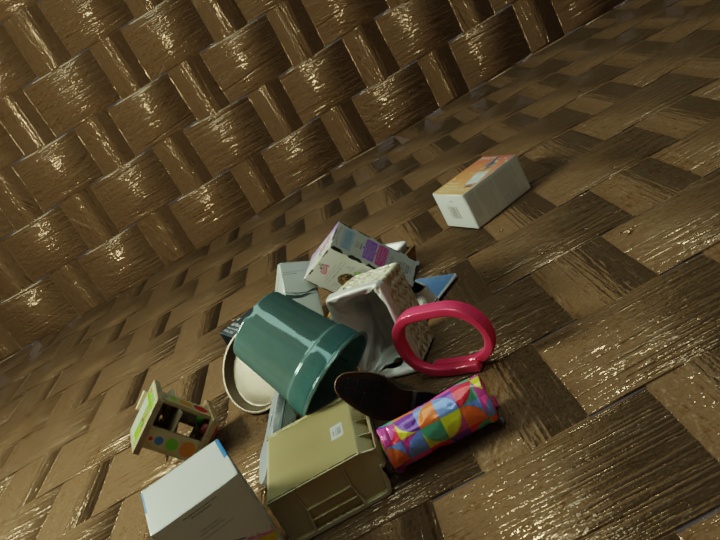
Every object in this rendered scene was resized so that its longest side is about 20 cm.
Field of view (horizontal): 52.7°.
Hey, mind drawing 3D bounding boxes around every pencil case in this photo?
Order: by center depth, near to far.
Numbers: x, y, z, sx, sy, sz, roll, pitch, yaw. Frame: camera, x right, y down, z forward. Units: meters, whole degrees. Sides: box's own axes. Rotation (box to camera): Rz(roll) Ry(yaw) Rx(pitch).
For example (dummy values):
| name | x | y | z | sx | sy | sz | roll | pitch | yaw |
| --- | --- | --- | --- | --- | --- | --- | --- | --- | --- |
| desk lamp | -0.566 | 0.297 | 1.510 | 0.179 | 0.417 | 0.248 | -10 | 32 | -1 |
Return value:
| name | x | y | z | sx | sy | sz | roll | pitch | yaw |
| --- | --- | --- | --- | --- | --- | --- | --- | --- | --- |
| pencil case | 0.126 | 0.243 | 1.154 | 0.199 | 0.089 | 0.088 | -27 | 19 | 2 |

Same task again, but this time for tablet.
| name | x | y | z | sx | sy | sz | roll | pitch | yaw |
| --- | --- | --- | --- | --- | --- | --- | --- | --- | --- |
| tablet | 0.130 | 0.074 | 1.672 | 0.130 | 0.014 | 0.200 | -10 | 29 | 45 |

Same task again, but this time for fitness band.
| name | x | y | z | sx | sy | sz | roll | pitch | yaw |
| --- | --- | --- | --- | --- | --- | --- | --- | --- | --- |
| fitness band | 0.150 | 0.123 | 1.318 | 0.199 | 0.144 | 0.037 | -15 | 23 | 37 |

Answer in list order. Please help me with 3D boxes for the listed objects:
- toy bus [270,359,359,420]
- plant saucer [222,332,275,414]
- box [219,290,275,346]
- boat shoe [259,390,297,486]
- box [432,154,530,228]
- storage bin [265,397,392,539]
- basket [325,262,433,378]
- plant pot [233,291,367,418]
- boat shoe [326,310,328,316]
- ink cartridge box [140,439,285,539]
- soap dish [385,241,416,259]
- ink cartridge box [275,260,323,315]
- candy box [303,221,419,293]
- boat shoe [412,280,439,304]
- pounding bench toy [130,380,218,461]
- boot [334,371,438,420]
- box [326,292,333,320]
| name | x | y | z | sx | sy | sz | roll | pitch | yaw |
| --- | --- | --- | --- | --- | --- | --- | --- | --- | --- |
| toy bus | -0.097 | 0.241 | 1.491 | 0.199 | 0.079 | 0.065 | -31 | 19 | -2 |
| plant saucer | -0.230 | 0.220 | 1.634 | 0.199 | 0.202 | 0.029 | -18 | -17 | 31 |
| box | -0.215 | 0.155 | 1.819 | 0.196 | 0.125 | 0.199 | -37 | 20 | -25 |
| boat shoe | -0.144 | 0.316 | 1.382 | 0.071 | 0.069 | 0.201 | 122 | 161 | -45 |
| box | 0.325 | -0.214 | 1.957 | 0.200 | 0.107 | 0.152 | -37 | 20 | -18 |
| storage bin | -0.055 | 0.320 | 1.213 | 0.198 | 0.094 | 0.200 | -29 | 19 | 3 |
| basket | 0.045 | 0.101 | 1.460 | 0.135 | 0.201 | 0.123 | -18 | 16 | 31 |
| plant pot | -0.122 | 0.153 | 1.379 | 0.201 | 0.195 | 0.201 | -52 | -18 | -24 |
| boat shoe | -0.057 | 0.148 | 1.680 | 0.084 | 0.069 | 0.200 | -32 | 19 | -6 |
| ink cartridge box | -0.209 | 0.394 | 1.091 | 0.144 | 0.201 | 0.147 | -33 | 19 | -16 |
| soap dish | 0.037 | 0.005 | 1.877 | 0.199 | 0.082 | 0.157 | -10 | 28 | 45 |
| ink cartridge box | -0.136 | 0.099 | 1.647 | 0.082 | 0.201 | 0.147 | -7 | -28 | -14 |
| candy box | 0.000 | 0.000 | 1.571 | 0.168 | 0.199 | 0.072 | -45 | 23 | 55 |
| boat shoe | 0.111 | 0.045 | 1.650 | 0.073 | 0.066 | 0.200 | -38 | 21 | -20 |
| pounding bench toy | -0.404 | 0.329 | 1.592 | 0.125 | 0.155 | 0.200 | -64 | 22 | 1 |
| boot | 0.034 | 0.216 | 1.246 | 0.097 | 0.199 | 0.075 | -4 | 68 | 69 |
| box | -0.013 | 0.090 | 1.675 | 0.042 | 0.118 | 0.200 | -59 | 7 | 18 |
